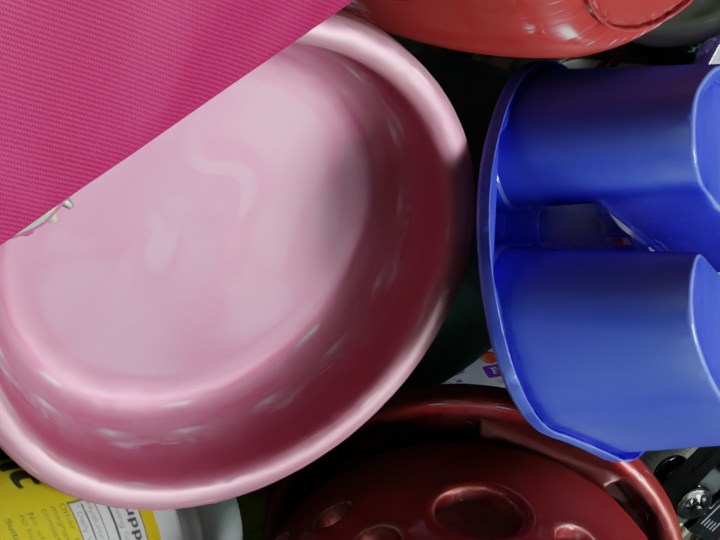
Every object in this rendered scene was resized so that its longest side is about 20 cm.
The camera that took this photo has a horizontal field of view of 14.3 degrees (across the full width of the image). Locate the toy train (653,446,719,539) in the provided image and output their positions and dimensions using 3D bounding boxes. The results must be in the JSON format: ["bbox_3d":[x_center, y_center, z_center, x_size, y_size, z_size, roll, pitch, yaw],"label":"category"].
[{"bbox_3d":[0.115,0.144,1.321,0.200,0.034,0.046,-46,133,13],"label":"toy train"}]

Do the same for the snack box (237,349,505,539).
[{"bbox_3d":[0.004,0.108,1.283,0.199,0.053,0.143,-9,136,-23],"label":"snack box"}]

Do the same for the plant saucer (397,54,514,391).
[{"bbox_3d":[0.000,0.000,1.143,0.199,0.036,0.200,-14,141,-12],"label":"plant saucer"}]

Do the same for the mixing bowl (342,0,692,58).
[{"bbox_3d":[0.076,-0.153,1.026,0.200,0.108,0.201,-33,142,-30],"label":"mixing bowl"}]

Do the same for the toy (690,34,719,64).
[{"bbox_3d":[0.147,-0.047,1.241,0.115,0.047,0.201,18,98,-53],"label":"toy"}]

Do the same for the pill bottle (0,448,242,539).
[{"bbox_3d":[-0.135,0.114,1.071,0.200,0.111,0.112,-10,131,-54],"label":"pill bottle"}]

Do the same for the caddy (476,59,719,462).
[{"bbox_3d":[0.104,-0.003,1.098,0.200,0.105,0.142,27,62,-61],"label":"caddy"}]

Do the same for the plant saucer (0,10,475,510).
[{"bbox_3d":[-0.057,-0.010,1.026,0.200,0.051,0.201,-14,125,-22],"label":"plant saucer"}]

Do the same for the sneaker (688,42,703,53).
[{"bbox_3d":[0.139,-0.060,1.331,0.200,0.091,0.078,-42,132,-30],"label":"sneaker"}]

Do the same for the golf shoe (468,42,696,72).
[{"bbox_3d":[0.063,-0.077,1.233,0.200,0.077,0.088,-35,126,-33],"label":"golf shoe"}]

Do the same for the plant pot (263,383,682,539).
[{"bbox_3d":[0.040,0.156,1.141,0.183,0.200,0.201,-77,179,-49],"label":"plant pot"}]

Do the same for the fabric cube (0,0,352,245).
[{"bbox_3d":[-0.106,-0.153,0.704,0.199,0.196,0.200,-37,149,-33],"label":"fabric cube"}]

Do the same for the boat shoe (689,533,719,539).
[{"bbox_3d":[0.185,0.141,1.389,0.200,0.071,0.064,-33,140,33],"label":"boat shoe"}]

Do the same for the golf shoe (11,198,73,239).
[{"bbox_3d":[-0.097,-0.111,0.906,0.091,0.075,0.201,32,77,-32],"label":"golf shoe"}]

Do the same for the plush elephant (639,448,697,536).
[{"bbox_3d":[0.139,0.060,1.380,0.164,0.155,0.201,15,101,-25],"label":"plush elephant"}]

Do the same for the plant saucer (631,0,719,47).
[{"bbox_3d":[0.145,-0.193,1.202,0.200,0.050,0.201,-24,133,-29],"label":"plant saucer"}]
